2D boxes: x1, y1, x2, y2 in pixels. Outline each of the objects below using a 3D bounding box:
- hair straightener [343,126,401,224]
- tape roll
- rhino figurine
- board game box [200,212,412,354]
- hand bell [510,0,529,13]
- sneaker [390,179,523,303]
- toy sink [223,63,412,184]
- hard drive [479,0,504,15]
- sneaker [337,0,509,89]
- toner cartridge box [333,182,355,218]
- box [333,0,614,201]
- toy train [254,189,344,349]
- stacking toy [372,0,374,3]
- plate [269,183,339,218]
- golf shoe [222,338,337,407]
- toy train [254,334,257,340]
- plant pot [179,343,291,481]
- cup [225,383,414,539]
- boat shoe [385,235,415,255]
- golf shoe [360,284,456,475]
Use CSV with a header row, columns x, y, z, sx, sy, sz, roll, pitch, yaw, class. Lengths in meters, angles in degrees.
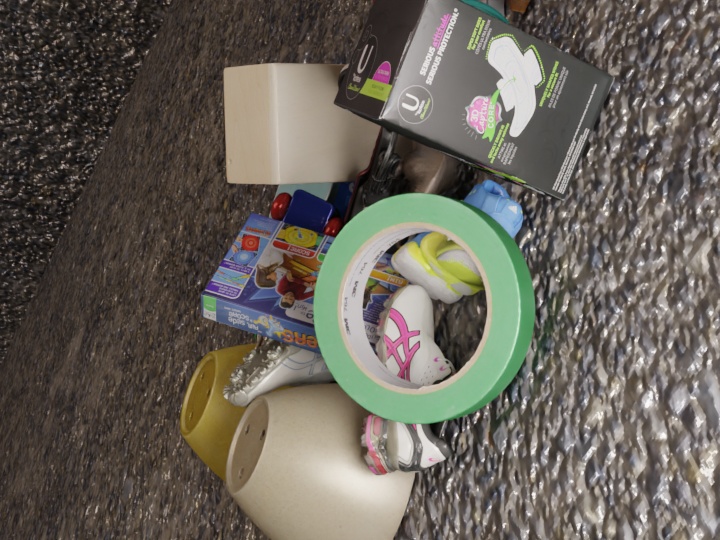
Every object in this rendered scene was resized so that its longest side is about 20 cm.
x,y,z,sx,sy,sz,roll,pitch,yaw,class
0.023,-0.088,1.396,0.201,0.040,0.078,116,161,-45,hair straightener
0.055,0.034,1.198,0.203,0.199,0.048,-66,-23,8,tape roll
0.071,-0.108,1.421,0.087,0.059,0.202,-31,33,58,rhino figurine
-0.049,0.020,1.396,0.035,0.197,0.136,96,-164,-45,board game box
0.188,-0.373,1.412,0.104,0.103,0.203,-143,62,-68,hand bell
0.103,-0.029,1.309,0.106,0.076,0.200,-54,18,-14,sneaker
-0.049,-0.167,1.535,0.111,0.198,0.133,6,100,51,toy sink
0.101,-0.257,1.559,0.200,0.026,0.133,-45,31,45,hard drive
0.079,-0.229,1.406,0.084,0.197,0.122,78,-163,-45,sneaker
-0.039,-0.063,1.695,0.095,0.043,0.203,-33,41,58,toner cartridge box
0.100,-0.165,1.237,0.126,0.198,0.148,-67,22,3,box
-0.080,0.010,1.552,0.202,0.084,0.116,-66,-11,5,toy train
0.064,-0.281,1.502,0.146,0.144,0.203,180,94,-67,stacking toy
-0.065,-0.096,1.696,0.200,0.025,0.202,-49,30,40,plate
-0.054,0.099,1.421,0.199,0.098,0.078,-38,16,-30,golf shoe
-0.099,0.032,1.633,0.041,0.056,0.203,26,127,38,toy train
-0.126,0.166,1.560,0.200,0.140,0.202,-51,28,40,plant pot
-0.052,0.195,1.351,0.201,0.142,0.202,-50,27,38,cup
0.000,0.000,1.516,0.201,0.061,0.075,-60,17,19,boat shoe
0.059,0.102,1.285,0.091,0.073,0.202,-9,54,23,golf shoe
